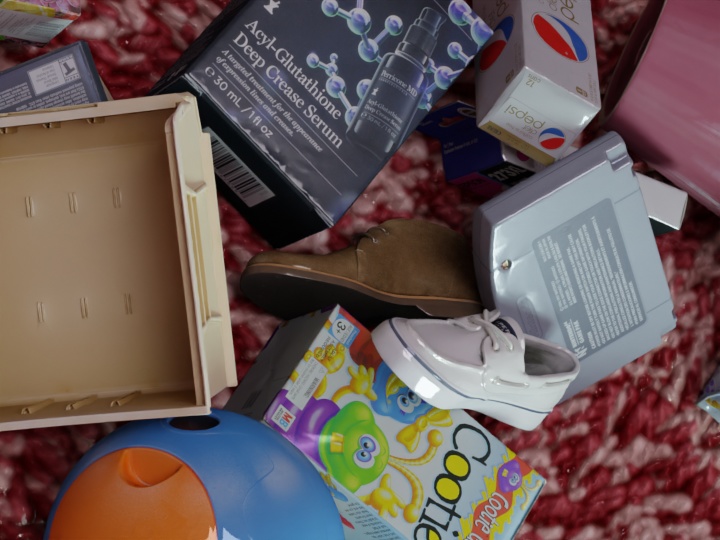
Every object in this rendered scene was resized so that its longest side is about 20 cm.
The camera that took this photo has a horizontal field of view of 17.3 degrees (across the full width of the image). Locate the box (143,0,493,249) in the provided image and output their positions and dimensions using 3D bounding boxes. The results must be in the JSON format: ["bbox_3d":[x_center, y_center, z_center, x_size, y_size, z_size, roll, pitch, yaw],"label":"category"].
[{"bbox_3d":[-0.031,-0.142,1.670,0.148,0.107,0.200,44,67,-12],"label":"box"}]

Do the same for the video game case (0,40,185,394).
[{"bbox_3d":[-0.214,-0.034,1.573,0.142,0.019,0.201,-20,92,12],"label":"video game case"}]

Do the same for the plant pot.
[{"bbox_3d":[0.285,-0.129,1.780,0.178,0.200,0.201,24,72,-3],"label":"plant pot"}]

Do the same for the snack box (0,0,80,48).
[{"bbox_3d":[-0.287,-0.251,1.562,0.199,0.068,0.170,7,68,-31],"label":"snack box"}]

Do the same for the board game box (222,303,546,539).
[{"bbox_3d":[0.011,0.130,1.650,0.200,0.105,0.103,41,67,-15],"label":"board game box"}]

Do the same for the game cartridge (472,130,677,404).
[{"bbox_3d":[0.151,0.003,1.702,0.133,0.040,0.201,-32,134,-10],"label":"game cartridge"}]

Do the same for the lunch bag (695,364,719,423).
[{"bbox_3d":[0.370,0.050,1.775,0.127,0.200,0.170,40,69,-15],"label":"lunch bag"}]

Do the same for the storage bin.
[{"bbox_3d":[-0.192,-0.005,1.515,0.198,0.094,0.200,-6,94,11],"label":"storage bin"}]

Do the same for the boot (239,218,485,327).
[{"bbox_3d":[0.000,0.000,1.690,0.199,0.073,0.076,9,69,-32],"label":"boot"}]

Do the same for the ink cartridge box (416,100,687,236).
[{"bbox_3d":[0.134,-0.070,1.741,0.199,0.095,0.037,22,74,-20],"label":"ink cartridge box"}]

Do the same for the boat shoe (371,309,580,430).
[{"bbox_3d":[0.082,0.056,1.630,0.199,0.065,0.074,17,32,-55],"label":"boat shoe"}]

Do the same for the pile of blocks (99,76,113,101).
[{"bbox_3d":[-0.163,-0.028,1.605,0.062,0.082,0.201,-26,92,-15],"label":"pile of blocks"}]

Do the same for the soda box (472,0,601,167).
[{"bbox_3d":[0.125,-0.165,1.710,0.068,0.064,0.201,27,33,-18],"label":"soda box"}]

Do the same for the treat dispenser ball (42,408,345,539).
[{"bbox_3d":[-0.108,0.190,1.533,0.199,0.201,0.203,4,81,-24],"label":"treat dispenser ball"}]
